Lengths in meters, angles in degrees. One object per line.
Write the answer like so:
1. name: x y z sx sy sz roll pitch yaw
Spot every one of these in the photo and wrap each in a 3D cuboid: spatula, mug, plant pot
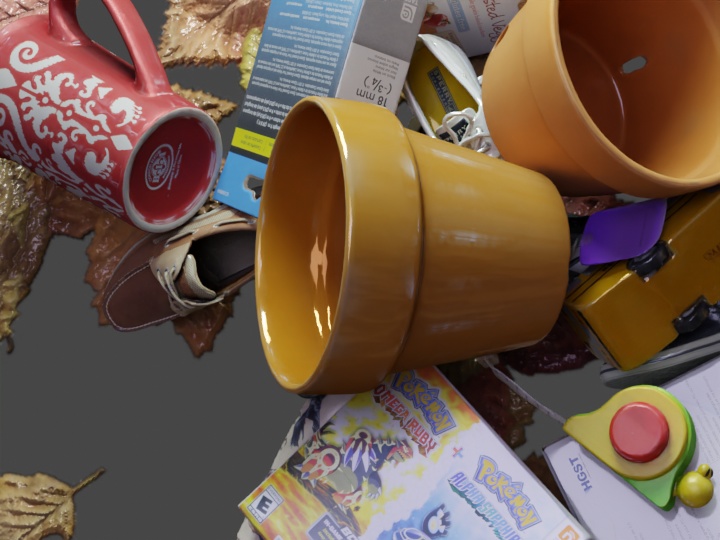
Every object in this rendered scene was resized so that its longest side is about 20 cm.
1. spatula: 0.142 -0.003 1.124 0.199 0.021 0.057 -29 31 41
2. mug: -0.222 -0.135 1.248 0.199 0.179 0.133 30 55 35
3. plant pot: 0.040 -0.012 1.060 0.181 0.200 0.203 3 73 -21
4. plant pot: 0.180 -0.138 1.103 0.198 0.140 0.203 9 72 -28

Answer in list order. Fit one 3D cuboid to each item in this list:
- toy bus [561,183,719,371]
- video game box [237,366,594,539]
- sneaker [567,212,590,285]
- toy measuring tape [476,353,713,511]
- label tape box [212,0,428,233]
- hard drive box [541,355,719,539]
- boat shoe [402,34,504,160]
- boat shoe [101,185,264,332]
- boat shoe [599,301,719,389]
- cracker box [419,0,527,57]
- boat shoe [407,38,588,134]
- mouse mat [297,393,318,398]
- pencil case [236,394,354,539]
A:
1. toy bus: 0.242 -0.016 1.096 0.200 0.078 0.065 -41 105 -5
2. video game box: 0.039 0.185 1.099 0.182 0.047 0.200 -43 70 -3
3. sneaker: 0.175 -0.015 1.186 0.198 0.066 0.092 -16 74 13
4. toy measuring tape: 0.175 0.095 1.077 0.199 0.074 0.074 38 88 26
5. label tape box: -0.035 -0.133 1.199 0.144 0.063 0.202 24 98 56
6. hard drive box: 0.257 0.160 1.111 0.198 0.077 0.157 -27 70 7
7. boat shoe: 0.082 -0.101 1.160 0.074 0.086 0.204 -32 72 22
8. boat shoe: -0.138 -0.003 1.245 0.199 0.072 0.076 -31 107 22
9. boat shoe: 0.270 0.036 1.143 0.198 0.075 0.063 -24 72 2
10. cracker box: 0.129 -0.241 1.218 0.197 0.134 0.058 -11 62 13
11. boat shoe: 0.136 -0.142 1.226 0.198 0.074 0.067 -30 72 7
12. mouse mat: 0.000 0.000 1.216 0.160 0.008 0.201 -28 45 8
13. pencil case: -0.017 0.147 1.191 0.202 0.089 0.078 -62 27 -7
